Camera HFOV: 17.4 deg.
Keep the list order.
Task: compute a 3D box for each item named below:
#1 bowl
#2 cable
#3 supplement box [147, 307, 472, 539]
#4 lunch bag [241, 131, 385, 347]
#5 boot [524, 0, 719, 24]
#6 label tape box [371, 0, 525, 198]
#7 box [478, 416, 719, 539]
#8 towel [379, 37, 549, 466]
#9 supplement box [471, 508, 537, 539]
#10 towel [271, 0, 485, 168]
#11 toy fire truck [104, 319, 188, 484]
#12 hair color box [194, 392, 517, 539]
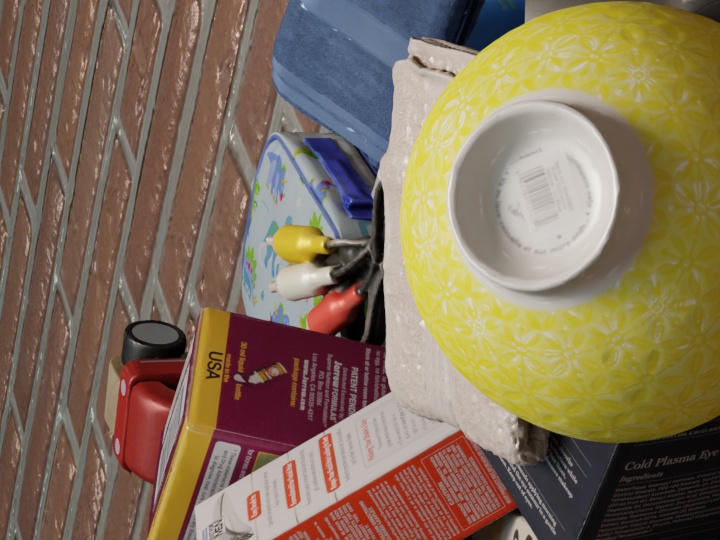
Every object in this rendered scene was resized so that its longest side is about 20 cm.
[{"bbox_3d":[0.094,-0.027,1.017,0.199,0.108,0.202,-3,83,26],"label":"bowl"},{"bbox_3d":[0.000,0.000,1.446,0.098,0.050,0.200,67,155,3],"label":"cable"},{"bbox_3d":[-0.021,0.118,1.455,0.104,0.199,0.131,-86,13,-45],"label":"supplement box"},{"bbox_3d":[-0.018,0.000,1.634,0.200,0.082,0.162,-123,37,-55],"label":"lunch bag"},{"bbox_3d":[0.144,-0.068,1.109,0.077,0.137,0.201,40,-135,-56],"label":"boot"},{"bbox_3d":[0.074,-0.084,1.409,0.144,0.066,0.201,-115,30,-47],"label":"label tape box"},{"bbox_3d":[0.124,0.017,1.190,0.200,0.103,0.183,58,145,39],"label":"box"},{"bbox_3d":[0.053,-0.012,1.171,0.132,0.034,0.202,23,117,61],"label":"towel"},{"bbox_3d":[0.126,0.200,1.266,0.200,0.073,0.127,-157,68,-68],"label":"supplement box"},{"bbox_3d":[0.015,-0.157,1.353,0.111,0.049,0.201,36,138,14],"label":"towel"},{"bbox_3d":[-0.077,0.133,1.665,0.200,0.175,0.130,-129,44,-58],"label":"toy fire truck"},{"bbox_3d":[0.005,0.127,1.325,0.064,0.199,0.111,59,-176,-16],"label":"hair color box"}]
